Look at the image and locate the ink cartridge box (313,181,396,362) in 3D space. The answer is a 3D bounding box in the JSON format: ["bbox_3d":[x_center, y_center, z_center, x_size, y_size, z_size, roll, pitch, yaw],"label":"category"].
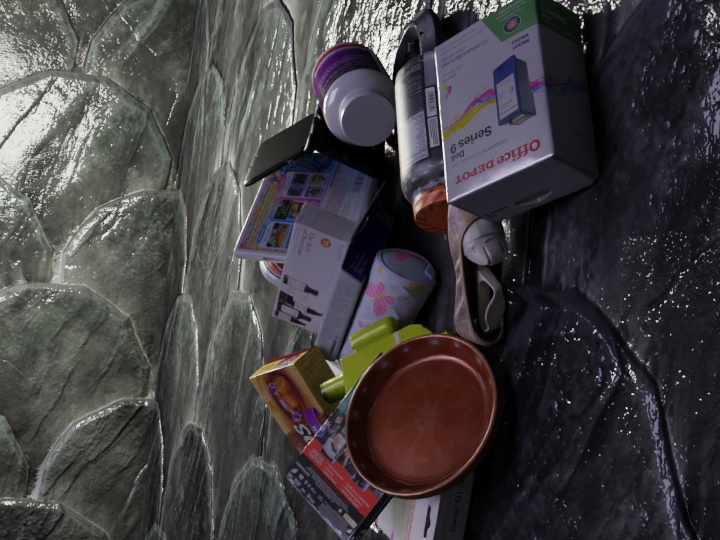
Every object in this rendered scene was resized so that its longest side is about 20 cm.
[{"bbox_3d":[0.000,0.000,1.485,0.197,0.043,0.200,-61,-7,-56],"label":"ink cartridge box"}]

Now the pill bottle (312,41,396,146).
[{"bbox_3d":[-0.005,-0.252,1.495,0.200,0.112,0.113,-108,31,-60],"label":"pill bottle"}]

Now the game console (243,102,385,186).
[{"bbox_3d":[-0.063,-0.168,1.551,0.117,0.175,0.200,-61,10,23],"label":"game console"}]

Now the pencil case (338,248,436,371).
[{"bbox_3d":[0.036,0.068,1.422,0.091,0.083,0.201,30,121,20],"label":"pencil case"}]

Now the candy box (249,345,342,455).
[{"bbox_3d":[-0.061,0.213,1.485,0.116,0.056,0.200,-21,103,47],"label":"candy box"}]

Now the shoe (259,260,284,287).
[{"bbox_3d":[-0.111,-0.062,1.613,0.200,0.071,0.091,-91,18,-54],"label":"shoe"}]

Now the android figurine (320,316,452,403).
[{"bbox_3d":[0.039,0.144,1.324,0.200,0.041,0.183,-27,50,22],"label":"android figurine"}]

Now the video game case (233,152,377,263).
[{"bbox_3d":[-0.078,-0.096,1.563,0.024,0.181,0.201,63,-141,-52],"label":"video game case"}]

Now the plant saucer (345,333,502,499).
[{"bbox_3d":[0.074,0.170,1.202,0.200,0.032,0.201,-18,53,26],"label":"plant saucer"}]

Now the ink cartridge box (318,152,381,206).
[{"bbox_3d":[-0.047,-0.094,1.696,0.200,0.082,0.147,120,149,-45],"label":"ink cartridge box"}]

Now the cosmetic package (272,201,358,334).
[{"bbox_3d":[-0.067,0.002,1.466,0.200,0.082,0.051,107,-176,-45],"label":"cosmetic package"}]

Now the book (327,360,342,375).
[{"bbox_3d":[-0.042,0.218,1.653,0.200,0.048,0.134,-160,80,-72],"label":"book"}]

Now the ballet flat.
[{"bbox_3d":[0.141,-0.004,1.169,0.067,0.068,0.201,-138,37,-59],"label":"ballet flat"}]

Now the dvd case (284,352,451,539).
[{"bbox_3d":[0.009,0.215,1.259,0.200,0.022,0.146,-53,45,-1],"label":"dvd case"}]

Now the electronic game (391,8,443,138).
[{"bbox_3d":[0.082,-0.269,1.464,0.200,0.041,0.201,-177,90,-78],"label":"electronic game"}]

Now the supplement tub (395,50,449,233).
[{"bbox_3d":[0.106,-0.154,1.250,0.123,0.122,0.201,134,138,-58],"label":"supplement tub"}]

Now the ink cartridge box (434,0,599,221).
[{"bbox_3d":[0.164,-0.171,1.100,0.145,0.087,0.201,-23,62,43],"label":"ink cartridge box"}]

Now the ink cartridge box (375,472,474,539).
[{"bbox_3d":[0.079,0.282,1.269,0.200,0.067,0.117,-156,74,-70],"label":"ink cartridge box"}]
